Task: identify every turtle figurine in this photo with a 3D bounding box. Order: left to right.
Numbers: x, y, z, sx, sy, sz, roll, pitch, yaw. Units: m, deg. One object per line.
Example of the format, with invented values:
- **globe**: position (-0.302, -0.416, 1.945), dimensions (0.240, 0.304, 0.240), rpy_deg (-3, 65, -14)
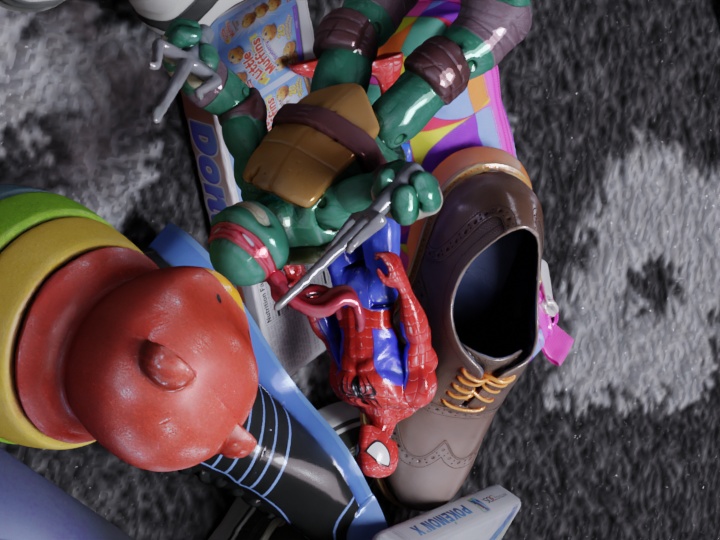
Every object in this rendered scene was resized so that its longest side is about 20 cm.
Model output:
- **turtle figurine**: position (-0.018, -0.060, 1.128), dimensions (0.200, 0.150, 0.101), rpy_deg (-52, 160, -29)

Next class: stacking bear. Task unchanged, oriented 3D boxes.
- **stacking bear**: position (-0.121, 0.022, 1.080), dimensions (0.114, 0.200, 0.121), rpy_deg (-50, 135, -21)

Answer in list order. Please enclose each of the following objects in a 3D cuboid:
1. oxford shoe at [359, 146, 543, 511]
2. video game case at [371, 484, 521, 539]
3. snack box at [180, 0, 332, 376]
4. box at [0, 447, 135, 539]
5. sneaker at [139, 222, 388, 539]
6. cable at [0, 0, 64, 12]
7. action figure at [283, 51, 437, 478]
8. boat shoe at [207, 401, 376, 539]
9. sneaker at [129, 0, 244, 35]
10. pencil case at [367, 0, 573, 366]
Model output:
- **oxford shoe**: position (0.045, 0.043, 1.280), dimensions (0.071, 0.073, 0.200), rpy_deg (0, 121, -17)
- **video game case**: position (0.000, 0.205, 1.329), dimensions (0.200, 0.022, 0.182), rpy_deg (-61, 164, 13)
- **snack box**: position (-0.042, -0.045, 1.270), dimensions (0.072, 0.024, 0.200), rpy_deg (-35, 128, -34)
- **box**: position (-0.178, 0.171, 1.039), dimensions (0.198, 0.123, 0.200), rpy_deg (41, 32, -38)
- **sneaker**: position (-0.065, 0.074, 1.246), dimensions (0.078, 0.070, 0.200), rpy_deg (-39, 112, -12)
- **cable**: position (-0.089, -0.179, 1.130), dimensions (0.097, 0.050, 0.200), rpy_deg (37, 72, -21)
- **action figure**: position (0.000, 0.000, 1.244), dimensions (0.052, 0.065, 0.200), rpy_deg (-22, 107, -56)
- **boat shoe**: position (-0.040, 0.151, 1.320), dimensions (0.200, 0.064, 0.071), rpy_deg (-50, 135, -22)
- **sneaker**: position (-0.040, -0.180, 1.200), dimensions (0.200, 0.074, 0.080), rpy_deg (-39, 144, -24)
- **pencil case**: position (0.047, -0.038, 1.325), dimensions (0.088, 0.088, 0.200), rpy_deg (-41, 131, -29)
